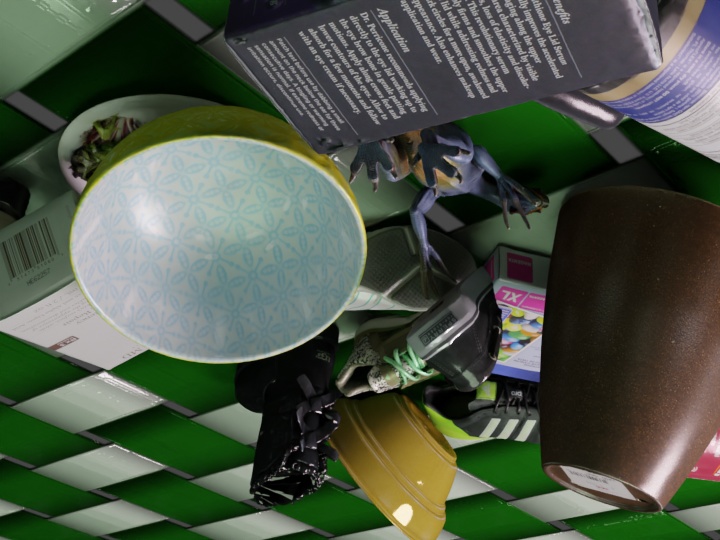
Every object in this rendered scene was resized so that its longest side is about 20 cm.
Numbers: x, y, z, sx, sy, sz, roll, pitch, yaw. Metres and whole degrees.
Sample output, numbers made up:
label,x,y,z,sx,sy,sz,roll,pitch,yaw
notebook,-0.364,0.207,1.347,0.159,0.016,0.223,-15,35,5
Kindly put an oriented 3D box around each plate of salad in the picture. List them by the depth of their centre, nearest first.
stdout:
label,x,y,z,sx,sy,sz,roll,pitch,yaw
plate of salad,-0.137,-0.064,0.864,0.197,0.049,0.201,3,150,2

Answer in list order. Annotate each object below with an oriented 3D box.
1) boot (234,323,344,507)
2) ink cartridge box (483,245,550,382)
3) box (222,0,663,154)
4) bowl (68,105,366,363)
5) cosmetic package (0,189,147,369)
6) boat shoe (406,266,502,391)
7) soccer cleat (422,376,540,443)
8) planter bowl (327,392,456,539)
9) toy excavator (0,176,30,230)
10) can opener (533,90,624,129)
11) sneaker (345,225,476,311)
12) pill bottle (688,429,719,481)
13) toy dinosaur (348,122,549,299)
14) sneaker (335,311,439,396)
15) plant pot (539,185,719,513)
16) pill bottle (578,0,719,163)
label,x,y,z,sx,sy,sz,roll,pitch,yaw
boot,-0.081,0.154,1.108,0.073,0.164,0.198,20,146,-22
ink cartridge box,0.144,0.052,1.033,0.118,0.043,0.200,12,150,-12
box,0.044,-0.166,0.571,0.197,0.150,0.104,-13,145,25
bowl,-0.097,-0.043,0.777,0.197,0.109,0.202,-3,132,-4
cosmetic package,-0.218,0.015,0.906,0.101,0.075,0.200,-27,159,7
boat shoe,0.076,0.046,0.828,0.068,0.057,0.200,-40,179,14
soccer cleat,0.158,0.140,1.153,0.197,0.068,0.081,-9,146,27
planter bowl,0.045,0.194,1.196,0.083,0.201,0.200,-41,138,5
toy excavator,-0.340,-0.010,0.956,0.193,0.101,0.199,24,157,-26
can opener,0.087,-0.135,0.710,0.198,0.064,0.079,11,123,-30
sneaker,0.000,0.000,0.949,0.197,0.072,0.080,-1,177,-5
pill bottle,0.384,0.157,1.106,0.197,0.111,0.110,8,150,-5
toy dinosaur,0.073,-0.083,0.790,0.104,0.203,0.181,-9,-175,26
sneaker,0.048,0.081,1.001,0.077,0.089,0.199,51,143,-11
plant pot,0.210,0.071,0.844,0.185,0.202,0.187,20,161,7
pill bottle,0.217,-0.124,0.653,0.198,0.113,0.112,20,146,-26
